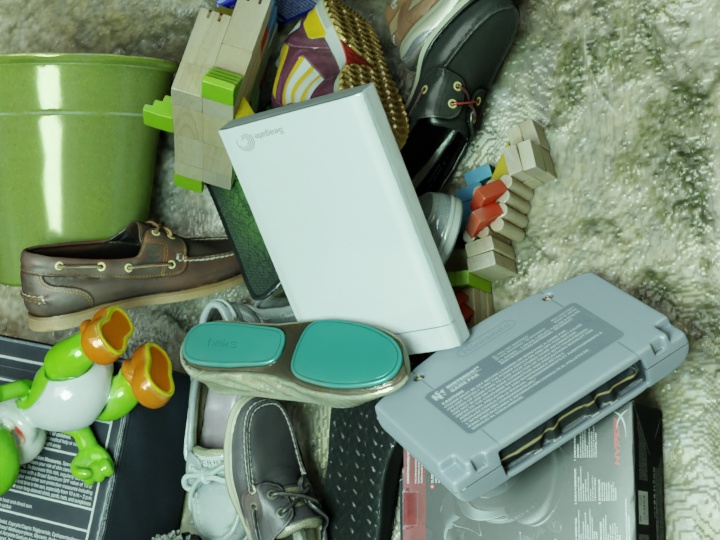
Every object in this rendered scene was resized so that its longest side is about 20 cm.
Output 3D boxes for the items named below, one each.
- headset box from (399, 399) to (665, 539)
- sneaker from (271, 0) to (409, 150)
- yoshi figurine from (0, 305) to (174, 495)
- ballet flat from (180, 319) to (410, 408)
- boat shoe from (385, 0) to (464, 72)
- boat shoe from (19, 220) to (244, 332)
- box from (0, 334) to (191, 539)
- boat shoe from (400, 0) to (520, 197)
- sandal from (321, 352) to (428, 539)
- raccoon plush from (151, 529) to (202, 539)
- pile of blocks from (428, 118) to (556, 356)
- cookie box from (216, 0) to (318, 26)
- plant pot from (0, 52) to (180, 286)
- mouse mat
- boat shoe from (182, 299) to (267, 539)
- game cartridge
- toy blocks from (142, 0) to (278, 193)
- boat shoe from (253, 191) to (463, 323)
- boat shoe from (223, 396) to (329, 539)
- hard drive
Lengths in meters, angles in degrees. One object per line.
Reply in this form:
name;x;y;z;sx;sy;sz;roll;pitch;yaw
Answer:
headset box;0.116;0.175;1.120;0.199;0.077;0.149;-6;77;27
sneaker;-0.022;-0.127;1.198;0.090;0.075;0.200;-44;34;28
yoshi figurine;-0.245;0.117;1.169;0.200;0.112;0.113;-31;74;20
ballet flat;-0.043;0.072;1.151;0.199;0.062;0.068;6;57;30
boat shoe;0.096;-0.246;1.216;0.200;0.076;0.072;-40;63;13
boat shoe;-0.178;-0.005;1.246;0.070;0.200;0.071;17;116;56
box;-0.254;0.165;1.288;0.199;0.123;0.199;9;84;26
boat shoe;0.068;-0.127;1.200;0.202;0.074;0.063;-57;42;14
sandal;0.012;0.135;1.205;0.075;0.048;0.201;20;103;31
raccoon plush;-0.113;0.291;1.184;0.134;0.200;0.097;26;49;37
pile of blocks;0.085;-0.028;1.184;0.082;0.062;0.201;19;89;29
cookie box;-0.037;-0.321;1.298;0.200;0.075;0.172;-21;70;22
plant pot;-0.251;-0.083;1.317;0.199;0.200;0.191;-1;92;27
mouse mat;-0.055;-0.082;1.253;0.161;0.008;0.200;-44;38;14
boat shoe;-0.112;0.126;1.246;0.074;0.065;0.203;4;84;29
game cartridge;0.117;0.077;1.092;0.200;0.041;0.133;-30;35;-14
toy blocks;-0.108;-0.163;1.252;0.100;0.200;0.137;17;67;1
boat shoe;0.000;-0.001;1.188;0.202;0.065;0.075;-35;34;39
boat shoe;-0.057;0.193;1.186;0.065;0.072;0.201;-7;89;53
hard drive;-0.012;-0.028;1.124;0.132;0.027;0.200;-10;109;34
